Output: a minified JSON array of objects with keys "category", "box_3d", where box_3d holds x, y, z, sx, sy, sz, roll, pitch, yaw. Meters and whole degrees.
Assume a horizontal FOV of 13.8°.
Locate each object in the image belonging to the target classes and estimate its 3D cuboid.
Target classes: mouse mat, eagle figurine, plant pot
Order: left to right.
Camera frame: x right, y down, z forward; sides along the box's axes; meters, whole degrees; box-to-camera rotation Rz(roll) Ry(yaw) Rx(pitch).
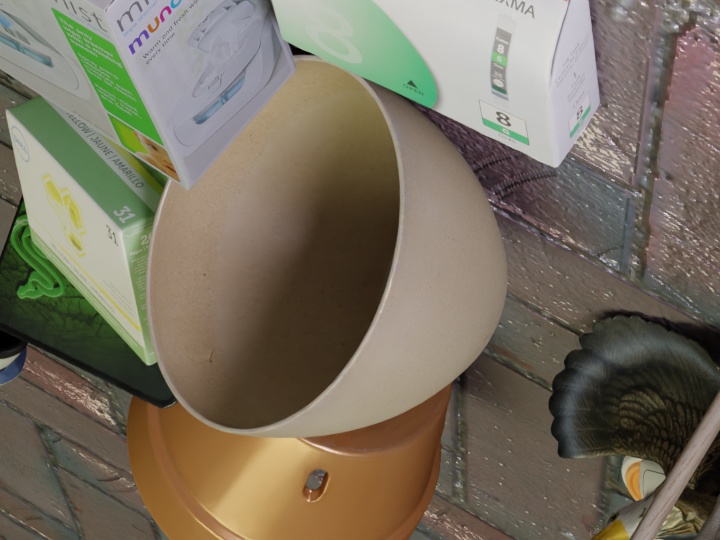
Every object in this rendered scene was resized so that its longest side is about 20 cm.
[{"category":"mouse mat","box_3d":[-0.145,-0.019,1.782,0.008,0.161,0.200,18,-177,-44]},{"category":"plant pot","box_3d":[-0.030,0.081,1.831,0.200,0.200,0.140,34,144,0]},{"category":"plant pot","box_3d":[0.000,0.000,1.586,0.134,0.201,0.200,17,176,-41]},{"category":"eagle figurine","box_3d":[0.186,0.111,1.624,0.151,0.152,0.200,4,-165,-4]}]

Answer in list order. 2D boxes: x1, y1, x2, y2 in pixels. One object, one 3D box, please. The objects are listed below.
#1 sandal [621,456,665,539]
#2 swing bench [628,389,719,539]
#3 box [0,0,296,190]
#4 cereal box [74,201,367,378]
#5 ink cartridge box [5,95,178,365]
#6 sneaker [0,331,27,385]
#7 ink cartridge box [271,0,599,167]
[{"category":"sandal","box_3d":[0.216,0.151,1.766,0.079,0.059,0.206,43,159,-27]},{"category":"swing bench","box_3d":[0.241,0.128,1.446,0.200,0.199,0.130,31,162,9]},{"category":"box","box_3d":[-0.149,-0.163,1.511,0.200,0.097,0.177,33,164,24]},{"category":"cereal box","box_3d":[-0.074,0.002,1.744,0.039,0.144,0.200,22,175,-43]},{"category":"ink cartridge box","box_3d":[-0.150,-0.065,1.682,0.146,0.048,0.200,44,152,42]},{"category":"sneaker","box_3d":[-0.337,0.015,2.338,0.199,0.081,0.115,30,159,-12]},{"category":"ink cartridge box","box_3d":[0.027,-0.139,1.374,0.161,0.050,0.200,27,163,19]}]
